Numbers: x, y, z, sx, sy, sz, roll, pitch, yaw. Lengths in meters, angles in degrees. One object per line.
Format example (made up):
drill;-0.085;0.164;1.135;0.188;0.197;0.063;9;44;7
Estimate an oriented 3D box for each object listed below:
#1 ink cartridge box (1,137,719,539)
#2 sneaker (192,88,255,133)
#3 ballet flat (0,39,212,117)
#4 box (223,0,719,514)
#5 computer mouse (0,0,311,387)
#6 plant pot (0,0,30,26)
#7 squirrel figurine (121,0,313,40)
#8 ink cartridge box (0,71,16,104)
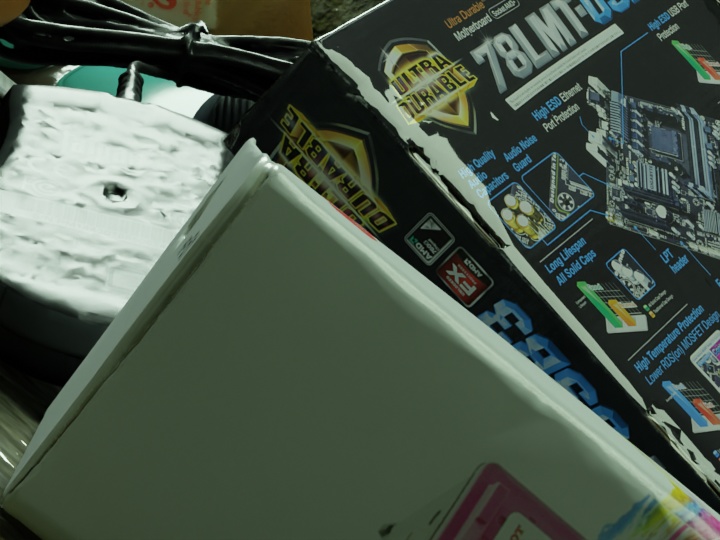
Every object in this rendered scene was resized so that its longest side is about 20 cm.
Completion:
ink cartridge box;0.029;0.067;0.576;0.200;0.085;0.145;40;0;-4
sneaker;0.000;0.000;0.909;0.082;0.070;0.200;-3;-27;44
ballet flat;-0.100;-0.053;0.965;0.200;0.064;0.067;22;35;31
box;0.084;-0.005;0.779;0.199;0.050;0.200;47;33;4
computer mouse;-0.042;-0.011;0.754;0.140;0.046;0.200;11;29;-13
plant pot;-0.159;-0.169;0.746;0.199;0.140;0.200;22;20;-8
squirrel figurine;-0.065;-0.046;1.103;0.200;0.141;0.187;50;-18;21
ink cartridge box;-0.080;-0.003;0.860;0.200;0.050;0.109;38;1;-10
